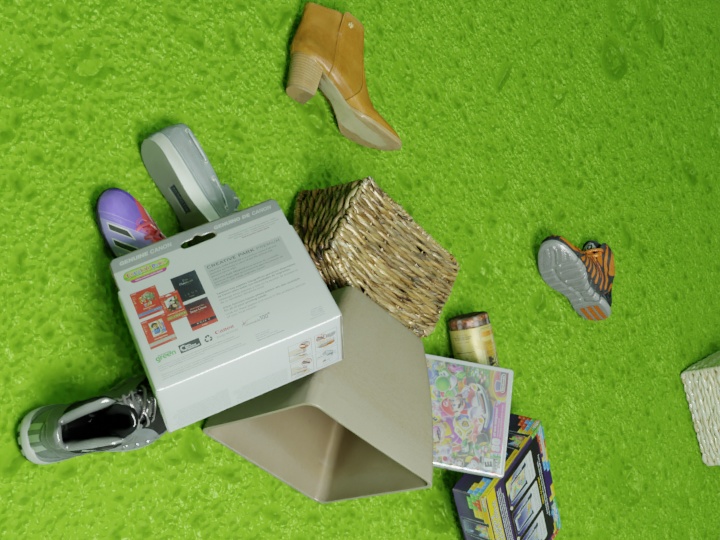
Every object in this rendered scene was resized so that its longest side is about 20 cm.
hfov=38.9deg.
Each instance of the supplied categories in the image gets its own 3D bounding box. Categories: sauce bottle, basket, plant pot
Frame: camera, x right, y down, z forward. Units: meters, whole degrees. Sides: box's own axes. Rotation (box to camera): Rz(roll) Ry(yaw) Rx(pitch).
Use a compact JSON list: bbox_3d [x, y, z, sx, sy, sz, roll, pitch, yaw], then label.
[{"bbox_3d":[0.172,0.162,1.458,0.065,0.065,0.204,-15,95,-43],"label":"sauce bottle"},{"bbox_3d":[0.723,0.240,1.884,0.198,0.159,0.202,-16,91,-43],"label":"basket"},{"bbox_3d":[0.000,0.000,1.289,0.200,0.148,0.144,41,62,-30],"label":"basket"},{"bbox_3d":[-0.031,0.138,1.191,0.199,0.198,0.179,37,52,-30],"label":"plant pot"}]

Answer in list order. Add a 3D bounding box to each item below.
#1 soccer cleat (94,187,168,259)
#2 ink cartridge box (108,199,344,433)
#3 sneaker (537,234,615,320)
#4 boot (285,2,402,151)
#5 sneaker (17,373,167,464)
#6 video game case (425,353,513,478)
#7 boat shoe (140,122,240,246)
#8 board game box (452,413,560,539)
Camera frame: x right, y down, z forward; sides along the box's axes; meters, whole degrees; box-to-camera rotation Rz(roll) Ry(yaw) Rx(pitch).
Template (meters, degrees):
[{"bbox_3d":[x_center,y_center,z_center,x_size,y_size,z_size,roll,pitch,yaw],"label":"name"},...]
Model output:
[{"bbox_3d":[-0.218,-0.007,1.127,0.068,0.073,0.202,-41,108,-40],"label":"soccer cleat"},{"bbox_3d":[-0.140,0.041,1.058,0.197,0.085,0.177,-21,55,-14],"label":"ink cartridge box"},{"bbox_3d":[0.355,-0.016,1.670,0.200,0.077,0.113,48,47,-37],"label":"sneaker"},{"bbox_3d":[-0.008,-0.265,1.383,0.199,0.070,0.146,28,65,-29],"label":"boot"},{"bbox_3d":[-0.238,0.152,1.043,0.198,0.115,0.076,-16,91,-43],"label":"sneaker"},{"bbox_3d":[0.098,0.184,1.339,0.196,0.018,0.146,10,70,-3],"label":"video game case"},{"bbox_3d":[-0.175,-0.080,1.187,0.071,0.070,0.203,-39,104,-37],"label":"boat shoe"},{"bbox_3d":[0.207,0.331,1.417,0.165,0.056,0.203,-41,127,-40],"label":"board game box"}]
